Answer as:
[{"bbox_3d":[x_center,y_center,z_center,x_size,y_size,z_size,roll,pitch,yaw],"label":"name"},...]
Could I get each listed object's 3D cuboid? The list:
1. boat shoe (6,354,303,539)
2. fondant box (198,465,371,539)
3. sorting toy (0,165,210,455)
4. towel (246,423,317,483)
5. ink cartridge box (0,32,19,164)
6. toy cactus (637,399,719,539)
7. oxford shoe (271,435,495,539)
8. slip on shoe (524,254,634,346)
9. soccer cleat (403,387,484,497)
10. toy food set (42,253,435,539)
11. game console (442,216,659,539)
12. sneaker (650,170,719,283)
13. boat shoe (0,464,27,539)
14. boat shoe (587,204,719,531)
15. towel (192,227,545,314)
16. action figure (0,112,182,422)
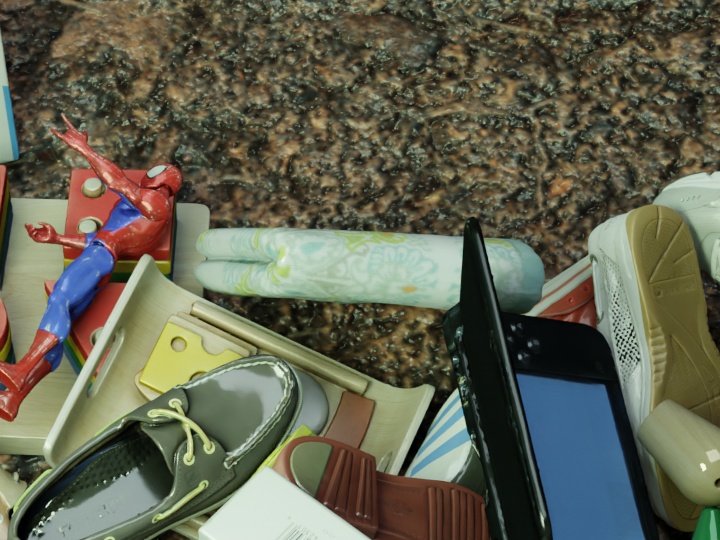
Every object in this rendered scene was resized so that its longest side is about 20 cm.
[{"bbox_3d":[-0.116,0.112,1.430,0.201,0.061,0.072,-36,75,-12],"label":"boat shoe"},{"bbox_3d":[-0.013,0.216,1.345,0.144,0.201,0.058,33,59,24],"label":"fondant box"},{"bbox_3d":[-0.202,0.018,1.593,0.199,0.070,0.200,2,50,0],"label":"sorting toy"},{"bbox_3d":[0.013,0.183,1.434,0.200,0.018,0.086,40,77,3],"label":"towel"},{"bbox_3d":[-0.306,-0.182,1.710,0.084,0.145,0.201,-15,52,-12],"label":"ink cartridge box"},{"bbox_3d":[0.237,0.135,1.451,0.165,0.201,0.102,42,25,22],"label":"toy cactus"},{"bbox_3d":[0.024,0.160,1.409,0.199,0.075,0.071,29,39,-17],"label":"oxford shoe"},{"bbox_3d":[0.162,0.018,1.611,0.200,0.074,0.061,-34,82,-27],"label":"slip on shoe"},{"bbox_3d":[0.056,0.138,1.509,0.070,0.086,0.200,37,74,-12],"label":"soccer cleat"},{"bbox_3d":[-0.072,0.091,1.498,0.199,0.060,0.144,25,67,0],"label":"toy food set"},{"bbox_3d":[0.119,0.090,1.395,0.175,0.116,0.201,9,56,-33],"label":"game console"},{"bbox_3d":[0.258,0.008,1.526,0.199,0.076,0.092,22,58,24],"label":"sneaker"},{"bbox_3d":[-0.235,0.144,1.481,0.071,0.076,0.201,-11,67,-22],"label":"boat shoe"},{"bbox_3d":[0.181,0.063,1.542,0.071,0.069,0.201,-3,82,-36],"label":"boat shoe"},{"bbox_3d":[0.000,0.000,1.535,0.170,0.200,0.048,2,90,-20],"label":"towel"},{"bbox_3d":[-0.188,-0.012,1.525,0.099,0.065,0.200,37,56,6],"label":"action figure"}]
